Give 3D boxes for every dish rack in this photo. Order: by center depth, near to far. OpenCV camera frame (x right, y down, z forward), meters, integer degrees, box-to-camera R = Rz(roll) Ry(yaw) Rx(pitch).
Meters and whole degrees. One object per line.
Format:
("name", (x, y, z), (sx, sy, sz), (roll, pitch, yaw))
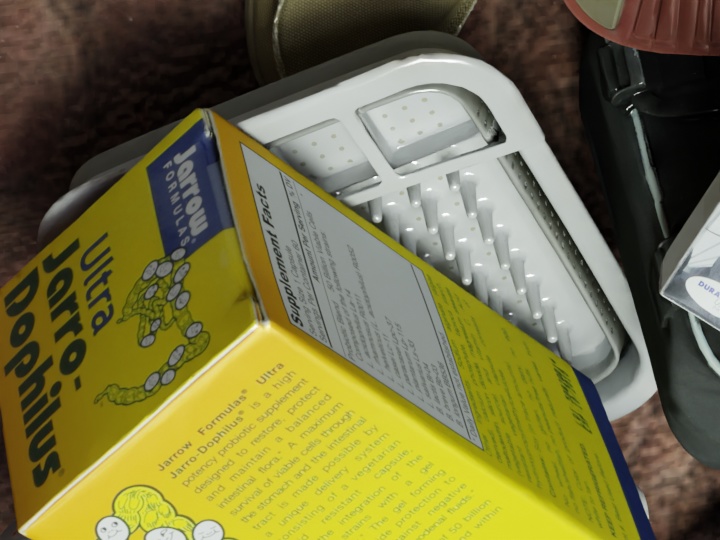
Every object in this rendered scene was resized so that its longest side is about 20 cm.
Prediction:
("dish rack", (0.000, 0.000, 1.008), (0.171, 0.044, 0.200), (-21, 135, 14))

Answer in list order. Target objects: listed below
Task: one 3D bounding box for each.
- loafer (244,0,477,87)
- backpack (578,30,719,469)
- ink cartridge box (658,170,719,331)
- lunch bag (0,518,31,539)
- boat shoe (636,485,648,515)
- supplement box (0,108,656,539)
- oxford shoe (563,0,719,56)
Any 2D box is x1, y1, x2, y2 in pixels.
("loafer", (0.020, -0.127, 0.952), (0.076, 0.068, 0.200), (14, 118, -20))
("backpack", (0.186, -0.025, 0.984), (0.199, 0.178, 0.151), (-13, 155, -2))
("ink cartridge box", (0.181, -0.052, 0.850), (0.099, 0.039, 0.200), (31, 108, -2))
("lunch bag", (-0.040, 0.149, 1.027), (0.076, 0.160, 0.200), (-43, 89, 9))
("boat shoe", (0.032, 0.149, 1.125), (0.068, 0.072, 0.200), (27, 119, -25))
("supplement box", (-0.010, 0.059, 0.949), (0.109, 0.109, 0.200), (-41, 128, 19))
("oxford shoe", (0.165, -0.102, 0.907), (0.199, 0.075, 0.071), (12, 126, 13))
